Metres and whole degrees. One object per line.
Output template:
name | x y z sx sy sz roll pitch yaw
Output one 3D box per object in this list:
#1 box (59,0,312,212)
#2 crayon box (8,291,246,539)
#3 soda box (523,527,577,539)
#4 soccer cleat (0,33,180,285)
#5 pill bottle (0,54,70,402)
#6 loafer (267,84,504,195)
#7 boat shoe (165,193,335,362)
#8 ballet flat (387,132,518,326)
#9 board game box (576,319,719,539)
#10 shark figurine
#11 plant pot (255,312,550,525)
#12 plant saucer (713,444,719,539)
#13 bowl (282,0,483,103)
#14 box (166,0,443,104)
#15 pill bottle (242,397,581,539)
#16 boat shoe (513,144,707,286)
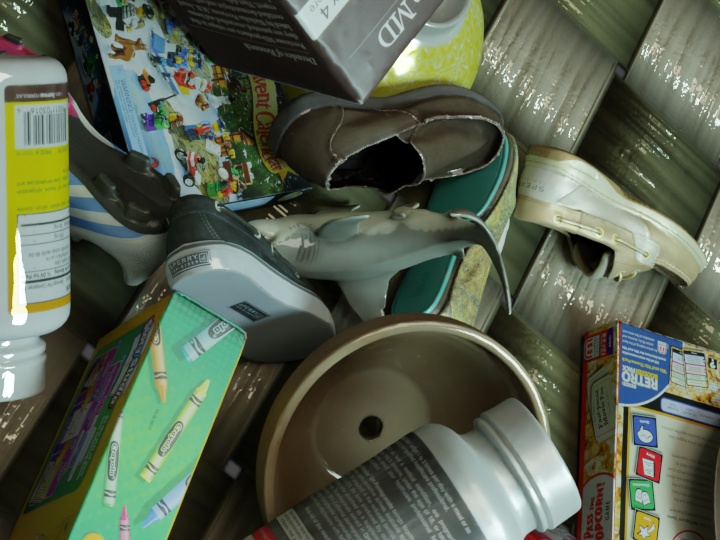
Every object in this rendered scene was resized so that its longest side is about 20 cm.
box | -0.124 -0.136 1.239 0.136 0.038 0.202 -12 81 -35
crayon box | -0.150 0.122 1.087 0.058 0.119 0.201 32 60 -20
soda box | 0.090 0.267 1.168 0.063 0.070 0.202 17 98 -27
soccer cleat | -0.198 -0.068 1.157 0.200 0.087 0.070 42 48 14
pill bottle | -0.228 -0.027 1.069 0.108 0.109 0.202 -4 99 -33
loafer | 0.028 -0.080 1.258 0.198 0.073 0.071 -7 49 -36
boat shoe | -0.069 0.008 1.161 0.200 0.068 0.057 46 30 -63
ballet flat | 0.075 -0.014 1.315 0.070 0.071 0.201 37 53 -17
board game box | 0.239 0.155 1.370 0.150 0.046 0.202 17 66 -28
shark figurine | 0.022 -0.002 1.229 0.128 0.212 0.091 -19 106 -62
plant pot | 0.020 0.118 1.190 0.199 0.093 0.203 -5 107 -17
plant saucer | 0.323 0.200 1.370 0.200 0.032 0.202 20 66 -53
bowl | 0.021 -0.195 1.310 0.198 0.107 0.202 11 68 -29
box | -0.050 -0.243 1.137 0.166 0.164 0.200 -52 129 -15
pill bottle | 0.031 0.164 1.097 0.199 0.111 0.111 -32 92 -7
boat shoe | 0.189 -0.027 1.389 0.199 0.074 0.070 30 83 -33
